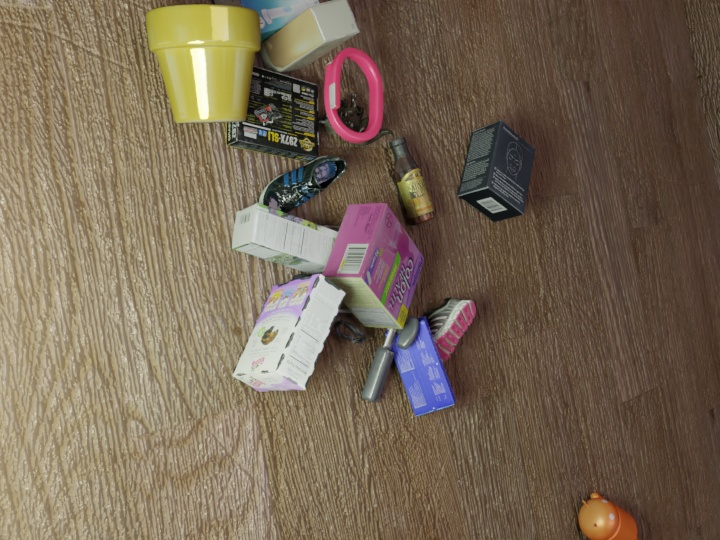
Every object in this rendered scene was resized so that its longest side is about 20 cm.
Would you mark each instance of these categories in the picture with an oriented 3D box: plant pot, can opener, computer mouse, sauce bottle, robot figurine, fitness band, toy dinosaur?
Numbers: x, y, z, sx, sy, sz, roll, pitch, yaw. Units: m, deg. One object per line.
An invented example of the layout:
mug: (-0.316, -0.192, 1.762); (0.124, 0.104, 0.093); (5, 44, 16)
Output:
plant pot: (-0.276, -0.362, 1.259); (0.199, 0.200, 0.191); (-11, 104, -40)
can opener: (0.060, 0.184, 1.485); (0.202, 0.066, 0.053); (-66, 156, -4)
computer mouse: (-0.062, 0.076, 1.429); (0.200, 0.058, 0.034); (46, 34, -16)
sauce bottle: (0.115, -0.208, 1.631); (0.066, 0.066, 0.202); (-27, 99, -39)
robot figurine: (0.671, 0.691, 1.904); (0.199, 0.116, 0.145); (35, 69, -30)
fitness band: (-0.012, -0.371, 1.492); (0.143, 0.037, 0.202); (13, 74, -41)
toy dinosaur: (-0.014, -0.321, 1.551); (0.199, 0.077, 0.103); (27, 78, -38)

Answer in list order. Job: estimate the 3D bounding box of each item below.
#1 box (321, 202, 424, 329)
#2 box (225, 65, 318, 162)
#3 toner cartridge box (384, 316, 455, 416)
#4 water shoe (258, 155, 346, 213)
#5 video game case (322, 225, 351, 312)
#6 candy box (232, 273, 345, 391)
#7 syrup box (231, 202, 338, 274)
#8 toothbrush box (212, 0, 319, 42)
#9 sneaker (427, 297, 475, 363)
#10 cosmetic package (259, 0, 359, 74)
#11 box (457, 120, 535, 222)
box: (0.031, -0.006, 1.435); (0.200, 0.096, 0.177); (52, 49, -46)
box: (-0.175, -0.316, 1.418); (0.199, 0.049, 0.162); (4, 82, -40)
toner cartridge box: (0.132, 0.212, 1.550); (0.043, 0.094, 0.202); (-48, 119, -75)
water shoe: (-0.116, -0.174, 1.401); (0.200, 0.079, 0.072); (-39, 108, -21)
video game case: (0.000, 0.000, 1.526); (0.199, 0.023, 0.184); (3, 80, -40)
candy box: (-0.133, 0.119, 1.298); (0.071, 0.167, 0.201); (36, 62, -27)
syrup box: (-0.144, -0.059, 1.378); (0.199, 0.078, 0.082); (17, 71, -37)
toothbrush box: (-0.190, -0.550, 1.421); (0.199, 0.085, 0.148); (-32, 102, -38)
sneaker: (0.180, 0.142, 1.624); (0.201, 0.087, 0.074); (-52, 127, -8)
cosmetic package: (-0.107, -0.461, 1.400); (0.105, 0.199, 0.072); (-31, 102, -39)
box: (0.352, -0.254, 1.809); (0.148, 0.107, 0.202); (29, 65, -32)
